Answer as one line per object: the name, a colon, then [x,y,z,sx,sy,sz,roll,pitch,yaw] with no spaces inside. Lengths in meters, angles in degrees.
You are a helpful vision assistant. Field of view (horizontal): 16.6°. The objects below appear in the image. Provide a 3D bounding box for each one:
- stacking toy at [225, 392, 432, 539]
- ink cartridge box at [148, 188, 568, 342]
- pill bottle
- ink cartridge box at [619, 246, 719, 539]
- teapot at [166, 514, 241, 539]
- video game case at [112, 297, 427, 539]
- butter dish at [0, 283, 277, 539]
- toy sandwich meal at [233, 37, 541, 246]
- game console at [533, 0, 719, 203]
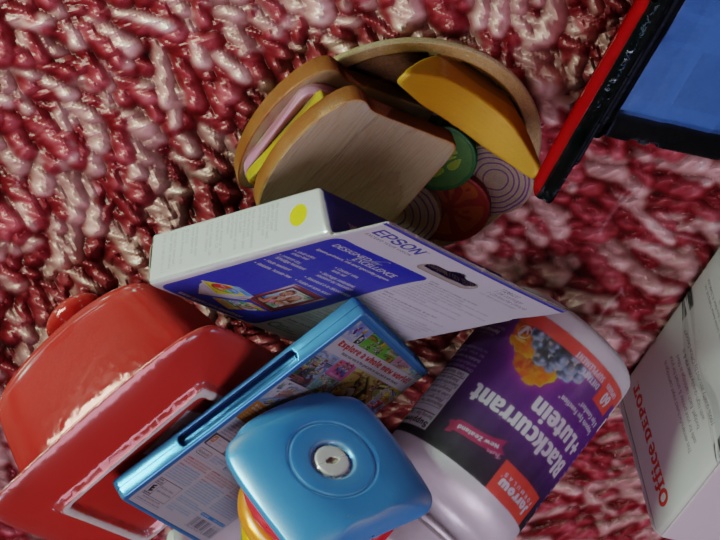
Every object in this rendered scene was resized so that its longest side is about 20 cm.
stacking toy: [-0.042,0.186,1.649,0.116,0.110,0.201,-20,148,-32]
ink cartridge box: [0.000,0.000,1.604,0.199,0.047,0.197,-15,154,35]
pill bottle: [0.086,0.120,1.699,0.200,0.111,0.112,-51,131,-13]
ink cartridge box: [0.273,0.077,1.725,0.085,0.147,0.201,12,131,-21]
teapot: [-0.041,0.216,1.784,0.196,0.147,0.200,8,146,-35]
video game case: [-0.057,0.103,1.649,0.200,0.018,0.143,-37,154,4]
butter dish: [-0.162,0.079,1.671,0.199,0.148,0.200,-39,154,8]
toy sandwich meal: [0.024,-0.069,1.605,0.203,0.071,0.206,-4,134,-4]
game console: [0.215,-0.128,1.550,0.118,0.173,0.201,29,127,2]
